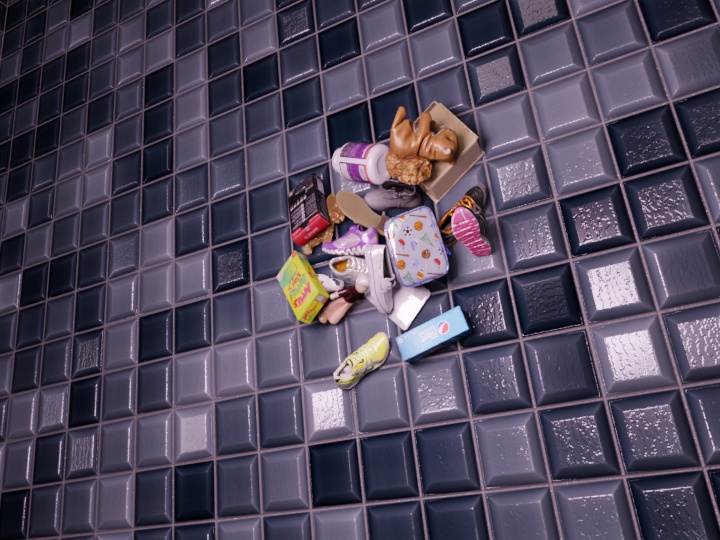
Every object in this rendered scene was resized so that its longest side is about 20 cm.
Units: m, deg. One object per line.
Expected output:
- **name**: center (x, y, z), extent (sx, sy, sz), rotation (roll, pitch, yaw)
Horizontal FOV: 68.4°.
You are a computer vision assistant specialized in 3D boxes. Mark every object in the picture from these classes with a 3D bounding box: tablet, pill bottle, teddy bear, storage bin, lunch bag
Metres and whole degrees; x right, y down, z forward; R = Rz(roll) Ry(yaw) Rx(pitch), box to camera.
- **tablet**: center (0.095, 0.061, 1.522), extent (0.198, 0.014, 0.132), rotation (38, 92, 27)
- **pill bottle**: center (0.004, -0.326, 1.599), extent (0.196, 0.111, 0.116), rotation (18, 82, 45)
- **teddy bear**: center (-0.121, -0.139, 1.650), extent (0.144, 0.066, 0.203), rotation (35, 92, 45)
- **storage bin**: center (0.219, -0.346, 1.536), extent (0.200, 0.093, 0.200), rotation (-44, 63, 7)
- **lunch bag**: center (0.154, -0.059, 1.418), extent (0.154, 0.076, 0.208), rotation (-18, 88, 1)

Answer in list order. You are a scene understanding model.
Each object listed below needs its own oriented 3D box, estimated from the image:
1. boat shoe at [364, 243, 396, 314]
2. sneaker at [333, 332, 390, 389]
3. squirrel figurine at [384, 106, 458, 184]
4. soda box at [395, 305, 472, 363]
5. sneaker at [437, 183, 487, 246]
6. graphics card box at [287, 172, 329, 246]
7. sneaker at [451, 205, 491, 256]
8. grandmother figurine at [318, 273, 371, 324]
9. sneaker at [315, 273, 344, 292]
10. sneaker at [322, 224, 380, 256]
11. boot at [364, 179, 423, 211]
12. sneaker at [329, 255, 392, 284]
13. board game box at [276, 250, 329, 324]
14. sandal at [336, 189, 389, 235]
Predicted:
- **boat shoe**: center (0.063, 0.028, 1.446), extent (0.065, 0.074, 0.207), rotation (-3, 116, 33)
- **sneaker**: center (0.005, 0.253, 1.472), extent (0.200, 0.076, 0.076), rotation (-47, 61, 4)
- **squirrel figurine**: center (0.168, -0.318, 1.437), extent (0.181, 0.141, 0.207), rotation (22, 85, 15)
- **soda box**: center (0.196, 0.174, 1.416), extent (0.195, 0.064, 0.070), rotation (-29, 66, 14)
- **sneaker**: center (0.280, -0.157, 1.465), extent (0.078, 0.077, 0.202), rotation (38, 91, 29)
- **graphics card box**: center (-0.164, -0.190, 1.634), extent (0.124, 0.050, 0.205), rotation (-35, 46, 24)
- **sneaker**: center (0.289, -0.120, 1.393), extent (0.072, 0.199, 0.090), rotation (-18, 53, 27)
- **grandmother figurine**: center (-0.033, 0.080, 1.512), extent (0.200, 0.119, 0.062), rotation (-44, 65, 31)
- **sneaker**: center (-0.131, 0.079, 1.571), extent (0.194, 0.078, 0.135), rotation (9, 86, 37)
- **sneaker**: center (-0.025, -0.088, 1.561), extent (0.193, 0.080, 0.093), rotation (-2, 88, 27)
- **boot**: center (0.083, -0.227, 1.540), extent (0.192, 0.131, 0.073), rotation (1, 76, 24)
- **sneaker**: center (0.000, 0.000, 1.531), extent (0.193, 0.081, 0.080), rotation (0, 69, 27)
- **board game box**: center (-0.170, 0.046, 1.531), extent (0.103, 0.047, 0.201), rotation (-51, 43, 15)
- **sandal**: center (0.010, -0.155, 1.593), extent (0.207, 0.070, 0.079), rotation (32, 64, 7)
